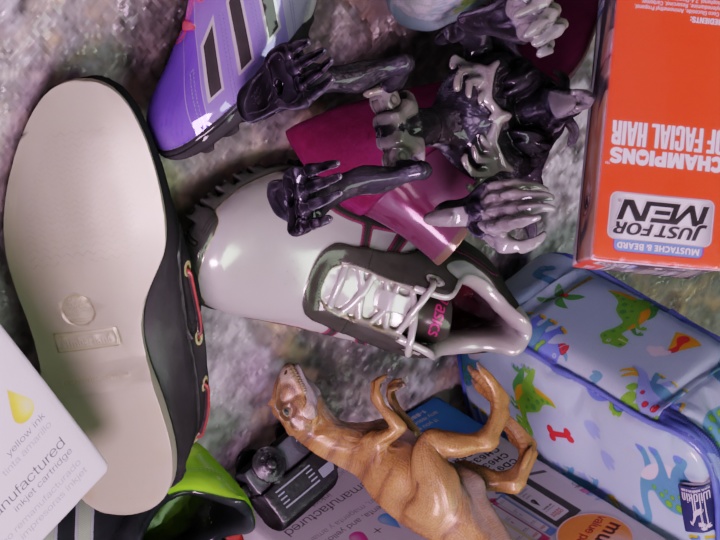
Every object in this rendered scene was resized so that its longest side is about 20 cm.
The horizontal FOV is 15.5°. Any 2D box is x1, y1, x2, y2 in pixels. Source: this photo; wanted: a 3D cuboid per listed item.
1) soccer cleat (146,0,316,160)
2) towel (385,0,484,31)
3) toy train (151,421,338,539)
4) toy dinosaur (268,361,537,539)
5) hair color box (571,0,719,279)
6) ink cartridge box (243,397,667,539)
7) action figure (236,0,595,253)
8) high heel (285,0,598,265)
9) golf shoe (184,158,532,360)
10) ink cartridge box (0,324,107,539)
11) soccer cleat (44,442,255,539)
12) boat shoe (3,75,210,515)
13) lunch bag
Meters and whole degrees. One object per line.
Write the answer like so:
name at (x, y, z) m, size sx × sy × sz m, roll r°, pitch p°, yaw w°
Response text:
soccer cleat at (-0.045, -0.143, 1.152) m, size 0.073 × 0.068 × 0.200 m, roll 36°, pitch 86°, yaw -32°
towel at (0.087, -0.214, 1.184) m, size 0.200 × 0.048 × 0.171 m, roll -50°, pitch 170°, yaw -21°
toy train at (-0.082, 0.141, 1.283) m, size 0.200 × 0.034 × 0.046 m, roll -39°, pitch 98°, yaw -23°
toy dinosaur at (0.044, 0.109, 1.267) m, size 0.106 × 0.200 × 0.060 m, roll -45°, pitch 159°, yaw -16°
hair color box at (0.139, -0.099, 1.209) m, size 0.111 × 0.064 × 0.201 m, roll 88°, pitch 7°, yaw -88°
ink cartridge box at (0.058, 0.190, 1.336) m, size 0.147 × 0.200 × 0.145 m, roll -28°, pitch 130°, yaw -31°
action figure at (0.048, -0.064, 1.156) m, size 0.200 × 0.102 × 0.119 m, roll -12°, pitch 98°, yaw -42°
high heel at (0.046, -0.099, 1.269) m, size 0.067 × 0.096 × 0.200 m, roll -45°, pitch -170°, yaw 50°
golf shoe at (0.000, 0.000, 1.255) m, size 0.200 × 0.088 × 0.077 m, roll 7°, pitch 110°, yaw -45°
ink cartridge box at (-0.214, 0.061, 1.076) m, size 0.145 × 0.083 × 0.200 m, roll -46°, pitch 138°, yaw -15°
soccer cleat at (-0.137, 0.148, 1.207) m, size 0.200 × 0.081 × 0.068 m, roll -39°, pitch 135°, yaw -22°
boat shoe at (-0.110, 0.006, 1.170) m, size 0.063 × 0.073 × 0.202 m, roll -59°, pitch 147°, yaw -63°
lunch bag at (0.141, 0.095, 1.364) m, size 0.082 × 0.200 × 0.161 m, roll -33°, pitch 134°, yaw -26°
